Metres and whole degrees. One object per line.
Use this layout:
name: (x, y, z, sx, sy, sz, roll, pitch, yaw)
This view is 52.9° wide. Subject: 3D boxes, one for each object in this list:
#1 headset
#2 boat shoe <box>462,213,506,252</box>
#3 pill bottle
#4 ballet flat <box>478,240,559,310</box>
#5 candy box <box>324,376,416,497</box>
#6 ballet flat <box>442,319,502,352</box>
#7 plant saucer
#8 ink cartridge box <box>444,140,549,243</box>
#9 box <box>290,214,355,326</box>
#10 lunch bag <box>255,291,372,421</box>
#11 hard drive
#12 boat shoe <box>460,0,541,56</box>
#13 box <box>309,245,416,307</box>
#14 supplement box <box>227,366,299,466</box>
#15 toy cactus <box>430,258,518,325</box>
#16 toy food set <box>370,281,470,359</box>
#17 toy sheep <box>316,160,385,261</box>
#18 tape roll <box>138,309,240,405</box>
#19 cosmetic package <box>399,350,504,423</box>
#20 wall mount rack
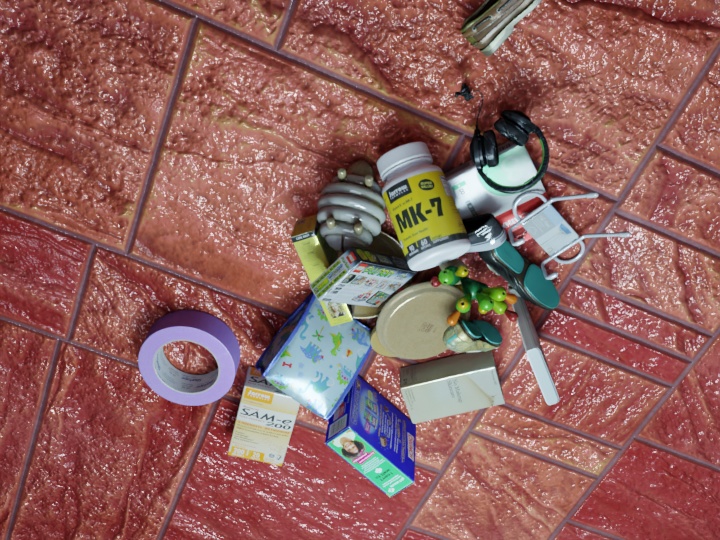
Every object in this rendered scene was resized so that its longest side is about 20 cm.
headset: (0.231, -0.225, 1.213, 0.123, 0.094, 0.200, -35, 78, 12)
boat shoe: (0.164, -0.065, 1.315, 0.199, 0.070, 0.066, -6, 129, 38)
pill bottle: (0.105, -0.111, 1.250, 0.114, 0.114, 0.201, -23, 79, 14)
ballet flat: (0.297, 0.005, 1.378, 0.200, 0.068, 0.068, 43, 153, -20)
candy box: (0.026, 0.343, 1.518, 0.077, 0.169, 0.200, -39, 111, 24)
ballet flat: (0.213, 0.132, 1.402, 0.070, 0.200, 0.071, -4, 81, 29)
plant saucer: (0.000, 0.000, 1.405, 0.199, 0.035, 0.201, 1, 118, 2)
ink cartridge box: (0.260, -0.121, 1.322, 0.160, 0.050, 0.200, -26, 113, 16)
box: (-0.066, 0.000, 1.347, 0.050, 0.075, 0.201, -16, 118, 14)
lunch bag: (-0.086, 0.165, 1.453, 0.170, 0.127, 0.200, 37, 85, -17)
hard drive: (0.328, 0.142, 1.376, 0.026, 0.200, 0.132, -21, 116, 12)
boat shoe: (0.239, -0.434, 1.135, 0.068, 0.072, 0.200, 33, 115, -16)
box: (0.009, 0.015, 1.299, 0.110, 0.035, 0.200, -42, 154, 21)
supplement box: (-0.206, 0.318, 1.568, 0.125, 0.074, 0.201, 14, 118, -6)
toy cactus: (0.193, 0.031, 1.336, 0.199, 0.165, 0.103, 14, 116, -36)
toy food set: (0.124, 0.099, 1.427, 0.197, 0.049, 0.201, 2, 124, -16)
toy sheep: (-0.018, -0.101, 1.282, 0.137, 0.138, 0.201, 18, 77, -8)
tape roll: (-0.354, 0.183, 1.505, 0.199, 0.066, 0.201, 1, 120, 1)
cosmetic package: (0.190, 0.240, 1.510, 0.199, 0.073, 0.104, -15, 117, 12)
wall mount rack: (0.373, -0.073, 1.309, 0.174, 0.075, 0.200, -36, 124, 24)
